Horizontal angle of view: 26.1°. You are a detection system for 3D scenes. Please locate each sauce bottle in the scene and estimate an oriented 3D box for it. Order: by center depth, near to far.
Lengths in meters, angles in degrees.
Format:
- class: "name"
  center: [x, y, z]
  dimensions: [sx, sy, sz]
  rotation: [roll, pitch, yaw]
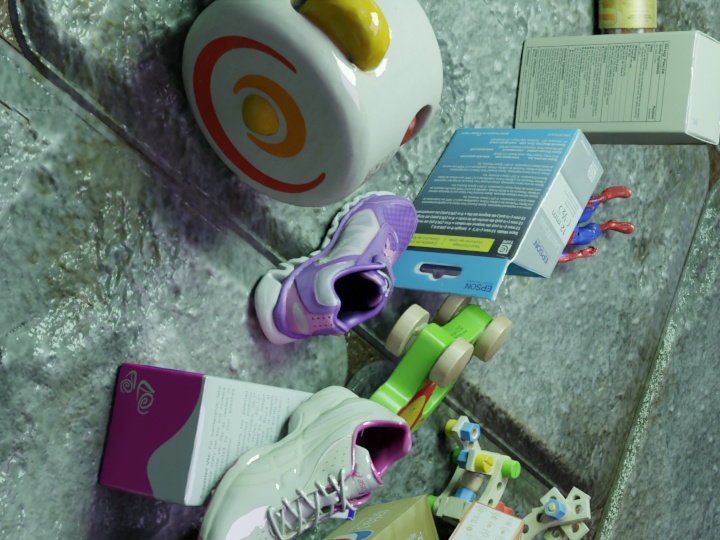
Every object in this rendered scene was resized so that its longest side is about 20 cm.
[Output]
- class: "sauce bottle"
  center: [0.289, -0.345, 1.678]
  dimensions: [0.066, 0.066, 0.200]
  rotation: [-9, 99, -49]

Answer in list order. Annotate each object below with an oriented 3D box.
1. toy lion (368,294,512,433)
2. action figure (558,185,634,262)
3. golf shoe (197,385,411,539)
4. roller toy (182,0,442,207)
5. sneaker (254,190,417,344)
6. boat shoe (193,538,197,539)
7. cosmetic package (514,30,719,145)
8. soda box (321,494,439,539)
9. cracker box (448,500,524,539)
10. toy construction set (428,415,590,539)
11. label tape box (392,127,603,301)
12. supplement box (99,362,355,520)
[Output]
- class: "toy lion"
  center: [0.040, 0.118, 1.395]
  dimensions: [0.192, 0.069, 0.200]
  rotation: [-58, 166, 19]
- class: "action figure"
  center: [0.228, -0.046, 1.657]
  dimensions: [0.200, 0.052, 0.065]
  rotation: [-20, 113, -45]
- class: "golf shoe"
  center: [-0.041, 0.161, 1.168]
  dimensions: [0.200, 0.091, 0.075]
  rotation: [-45, 128, -35]
- class: "roller toy"
  center: [-0.040, -0.148, 1.211]
  dimensions: [0.140, 0.200, 0.183]
  rotation: [-43, 131, -37]
- class: "sneaker"
  center: [0.000, 0.000, 1.356]
  dimensions: [0.200, 0.088, 0.081]
  rotation: [-43, 124, -40]
- class: "boat shoe"
  center: [-0.109, 0.238, 1.274]
  dimensions: [0.201, 0.072, 0.066]
  rotation: [32, 65, -53]
- class: "cosmetic package"
  center: [0.259, -0.180, 1.555]
  dimensions: [0.071, 0.200, 0.105]
  rotation: [10, 87, -50]
- class: "soda box"
  center: [0.007, 0.255, 1.353]
  dimensions: [0.200, 0.068, 0.064]
  rotation: [-20, 94, -68]
- class: "cracker box"
  center: [0.081, 0.324, 1.411]
  dimensions: [0.200, 0.058, 0.134]
  rotation: [-47, 151, -49]
- class: "toy construction set"
  center: [0.142, 0.240, 1.561]
  dimensions: [0.200, 0.092, 0.131]
  rotation: [30, 71, -36]
- class: "label tape box"
  center: [0.119, -0.042, 1.448]
  dimensions: [0.066, 0.143, 0.200]
  rotation: [52, 56, -39]
- class: "supplement box"
  center: [-0.097, 0.139, 1.247]
  dimensions: [0.200, 0.101, 0.103]
  rotation: [14, 84, -50]
